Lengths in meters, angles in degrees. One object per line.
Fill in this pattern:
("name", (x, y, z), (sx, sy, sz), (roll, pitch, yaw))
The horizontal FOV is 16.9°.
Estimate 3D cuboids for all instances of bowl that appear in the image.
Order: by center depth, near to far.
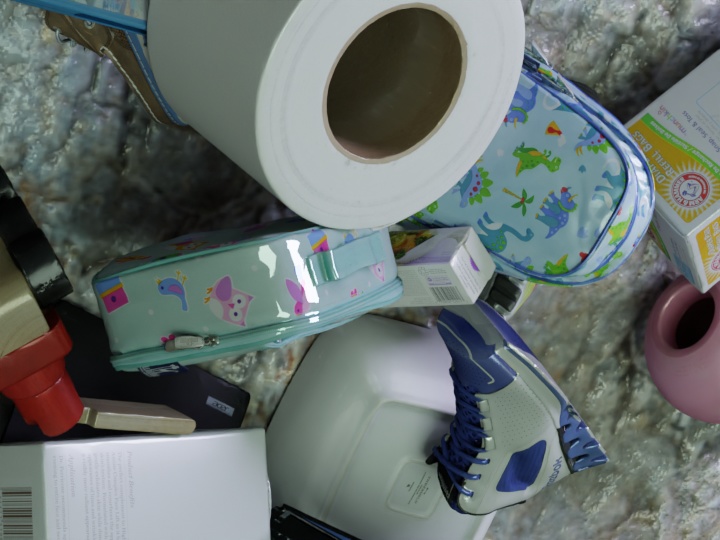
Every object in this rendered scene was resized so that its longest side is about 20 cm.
("bowl", (0.029, 0.148, 1.807), (0.199, 0.075, 0.201), (19, 105, -28))

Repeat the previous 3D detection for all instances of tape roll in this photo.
("tape roll", (-0.015, -0.144, 1.521), (0.202, 0.139, 0.204), (-19, 127, -28))

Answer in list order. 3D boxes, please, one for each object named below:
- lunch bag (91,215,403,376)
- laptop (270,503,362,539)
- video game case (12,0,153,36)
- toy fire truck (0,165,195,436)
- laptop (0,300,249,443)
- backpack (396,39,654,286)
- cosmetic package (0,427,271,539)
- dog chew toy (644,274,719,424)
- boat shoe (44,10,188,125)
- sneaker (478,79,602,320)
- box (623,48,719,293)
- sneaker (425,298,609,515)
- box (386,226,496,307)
("lunch bag", (-0.067, 0.011, 1.551), (0.160, 0.200, 0.078), (-8, 96, 25))
("laptop", (-0.012, 0.251, 1.743), (0.200, 0.104, 0.177), (-39, 131, 20))
("video game case", (-0.138, -0.222, 1.537), (0.199, 0.018, 0.144), (11, 76, -42))
("toy fire truck", (-0.212, 0.042, 1.599), (0.128, 0.176, 0.201), (-29, 124, -9))
("laptop", (-0.205, 0.148, 1.736), (0.177, 0.104, 0.200), (29, 125, -30))
("backpack", (0.106, -0.069, 1.662), (0.200, 0.154, 0.164), (34, 89, -9))
("cosmetic package", (-0.156, 0.160, 1.637), (0.199, 0.074, 0.102), (2, 85, -46))
("dog chew toy", (0.310, 0.075, 1.871), (0.200, 0.125, 0.125), (31, 98, -39))
("boat shoe", (-0.168, -0.180, 1.578), (0.072, 0.072, 0.201), (-17, 107, 26))
("sneaker", (0.117, -0.046, 1.766), (0.078, 0.090, 0.201), (27, 84, 13))
("box", (0.288, -0.096, 1.768), (0.200, 0.101, 0.113), (-38, 154, -4))
("sneaker", (0.093, 0.114, 1.715), (0.115, 0.081, 0.200), (-39, 137, 1))
("box", (0.000, 0.000, 1.665), (0.042, 0.199, 0.039), (58, 48, -29))
